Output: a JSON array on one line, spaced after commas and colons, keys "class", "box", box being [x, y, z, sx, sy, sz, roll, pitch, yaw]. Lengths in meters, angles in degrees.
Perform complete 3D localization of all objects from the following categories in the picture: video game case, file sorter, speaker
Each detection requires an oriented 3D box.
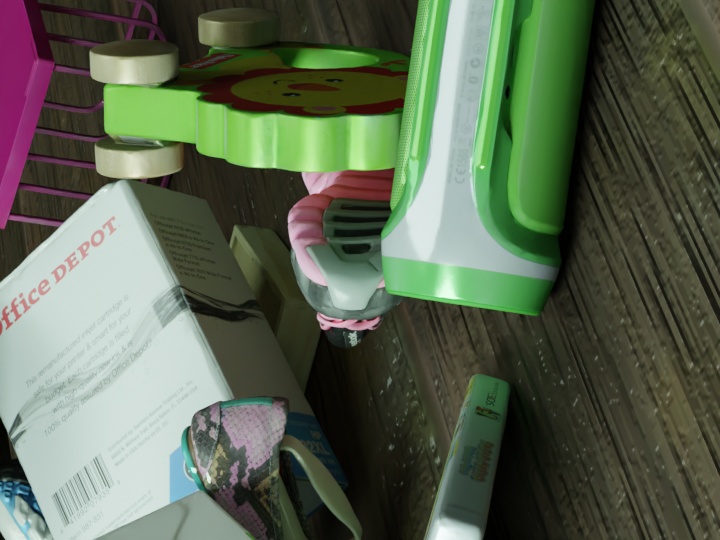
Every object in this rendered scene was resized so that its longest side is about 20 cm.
[{"class": "video game case", "box": [0.026, 0.166, 0.996, 0.182, 0.023, 0.202, -65, -10, -73]}, {"class": "file sorter", "box": [-0.214, -0.135, 1.684, 0.201, 0.124, 0.140, -114, 39, -53]}, {"class": "speaker", "box": [0.060, -0.084, 1.013, 0.088, 0.088, 0.202, -173, 91, -69]}]

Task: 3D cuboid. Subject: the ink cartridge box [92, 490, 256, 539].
[{"class": "ink cartridge box", "box": [-0.060, 0.223, 1.096, 0.117, 0.067, 0.201, 33, 141, 53]}]

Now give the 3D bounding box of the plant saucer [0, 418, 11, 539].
[{"class": "plant saucer", "box": [-0.234, 0.094, 1.298, 0.200, 0.029, 0.202, -12, -90, -89]}]

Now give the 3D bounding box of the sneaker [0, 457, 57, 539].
[{"class": "sneaker", "box": [-0.160, 0.195, 1.306, 0.086, 0.200, 0.075, -31, 21, 25]}]

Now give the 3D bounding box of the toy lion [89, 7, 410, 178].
[{"class": "toy lion", "box": [-0.029, -0.087, 1.158, 0.200, 0.190, 0.069, -33, -54, -64]}]

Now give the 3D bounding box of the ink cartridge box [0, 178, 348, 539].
[{"class": "ink cartridge box", "box": [-0.118, 0.073, 1.261, 0.145, 0.083, 0.201, -40, 63, 24]}]

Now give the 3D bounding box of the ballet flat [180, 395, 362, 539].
[{"class": "ballet flat", "box": [-0.029, 0.153, 1.147, 0.069, 0.071, 0.201, -77, -29, -65]}]

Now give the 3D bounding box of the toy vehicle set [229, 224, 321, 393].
[{"class": "toy vehicle set", "box": [-0.074, 0.087, 1.373, 0.124, 0.026, 0.202, -127, 49, -62]}]

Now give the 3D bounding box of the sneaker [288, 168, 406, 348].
[{"class": "sneaker", "box": [0.000, 0.000, 1.132, 0.200, 0.078, 0.096, -80, -3, -73]}]
